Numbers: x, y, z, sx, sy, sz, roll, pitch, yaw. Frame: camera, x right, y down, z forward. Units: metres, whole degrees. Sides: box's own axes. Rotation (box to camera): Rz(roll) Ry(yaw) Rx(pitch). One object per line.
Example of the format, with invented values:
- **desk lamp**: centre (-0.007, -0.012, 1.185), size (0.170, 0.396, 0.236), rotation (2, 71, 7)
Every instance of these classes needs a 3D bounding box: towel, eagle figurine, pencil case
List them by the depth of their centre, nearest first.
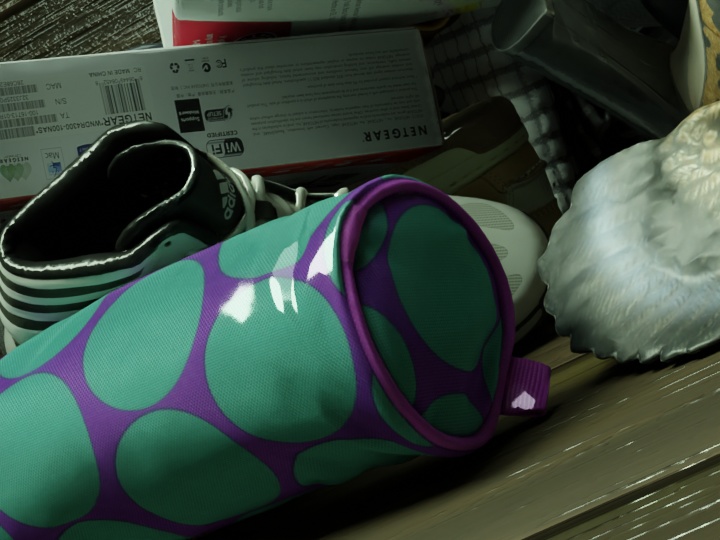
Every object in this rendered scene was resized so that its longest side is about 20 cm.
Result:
- **eagle figurine**: centre (0.144, -0.058, 0.638), size (0.151, 0.152, 0.201), rotation (8, -38, -4)
- **pencil case**: centre (-0.046, 0.044, 0.694), size (0.199, 0.092, 0.085), rotation (-24, 33, 35)
- **towel**: centre (0.060, -0.095, 1.097), size (0.085, 0.167, 0.200), rotation (-22, 3, -24)

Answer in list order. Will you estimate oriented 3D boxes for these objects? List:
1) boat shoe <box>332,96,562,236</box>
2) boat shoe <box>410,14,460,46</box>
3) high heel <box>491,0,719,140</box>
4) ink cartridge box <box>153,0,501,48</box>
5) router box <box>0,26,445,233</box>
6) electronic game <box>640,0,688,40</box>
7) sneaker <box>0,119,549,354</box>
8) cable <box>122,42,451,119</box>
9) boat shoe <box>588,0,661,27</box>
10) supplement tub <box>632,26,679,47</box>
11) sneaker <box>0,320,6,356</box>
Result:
- **boat shoe**: centre (0.000, 0.000, 0.956), size (0.199, 0.076, 0.072), rotation (-25, 11, 39)
- **boat shoe**: centre (0.010, -0.124, 0.985), size (0.072, 0.068, 0.200), rotation (-44, -11, -20)
- **high heel**: centre (0.160, -0.102, 0.757), size (0.200, 0.142, 0.072), rotation (-34, 42, 40)
- **ink cartridge box**: centre (0.011, -0.178, 0.822), size (0.199, 0.146, 0.145), rotation (-13, -12, -8)
- **router box**: centre (-0.098, -0.042, 0.868), size (0.199, 0.049, 0.179), rotation (-9, -5, -33)
- **electronic game**: centre (0.202, -0.150, 0.904), size (0.199, 0.200, 0.042), rotation (-29, -38, -11)
- **sneaker**: centre (-0.027, -0.002, 0.754), size (0.199, 0.076, 0.115), rotation (-8, -23, -4)
- **cable**: centre (-0.049, -0.068, 1.037), size (0.163, 0.051, 0.199), rotation (26, -31, -37)
- **boat shoe**: centre (0.173, -0.168, 0.998), size (0.199, 0.072, 0.071), rotation (-27, 18, -8)
- **supplement tub**: centre (0.142, -0.170, 1.100), size (0.122, 0.201, 0.123), rotation (-34, -6, -4)
- **sneaker**: centre (-0.098, 0.033, 0.951), size (0.073, 0.112, 0.200), rotation (-34, 7, -39)
